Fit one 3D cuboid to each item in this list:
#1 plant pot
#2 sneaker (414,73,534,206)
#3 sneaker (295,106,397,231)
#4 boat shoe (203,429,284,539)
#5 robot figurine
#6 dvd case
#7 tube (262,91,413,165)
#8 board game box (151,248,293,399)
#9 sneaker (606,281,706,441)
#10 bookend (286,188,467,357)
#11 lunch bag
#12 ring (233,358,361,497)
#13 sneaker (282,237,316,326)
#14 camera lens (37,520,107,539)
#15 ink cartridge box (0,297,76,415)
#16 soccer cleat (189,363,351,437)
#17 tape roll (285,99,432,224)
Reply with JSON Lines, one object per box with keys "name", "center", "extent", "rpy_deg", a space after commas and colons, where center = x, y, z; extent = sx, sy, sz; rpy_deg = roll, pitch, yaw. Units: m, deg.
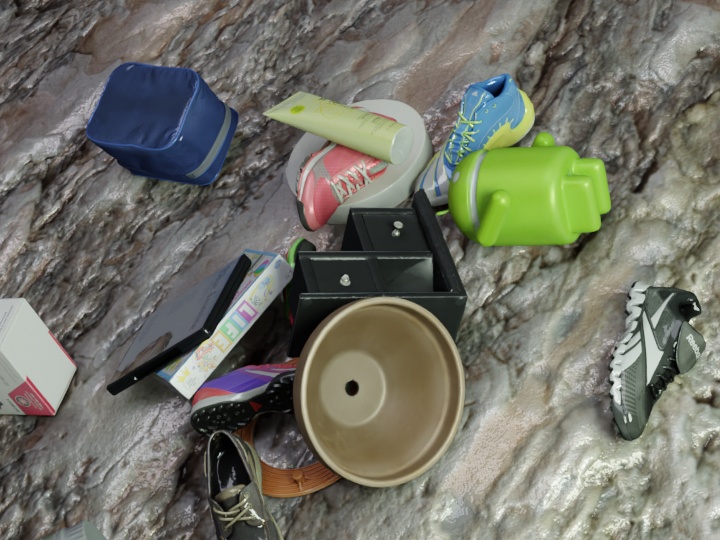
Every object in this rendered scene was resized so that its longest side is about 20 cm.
{"name": "plant pot", "center": [0.007, 0.130, 1.587], "extent": [0.201, 0.201, 0.092], "rpy_deg": [-48, 19, -20]}
{"name": "sneaker", "center": [0.133, -0.176, 1.849], "extent": [0.200, 0.105, 0.075], "rpy_deg": [-44, 45, -17]}
{"name": "sneaker", "center": [-0.013, -0.132, 1.853], "extent": [0.086, 0.074, 0.201], "rpy_deg": [10, 55, 32]}
{"name": "boat shoe", "center": [-0.137, 0.263, 1.587], "extent": [0.074, 0.073, 0.201], "rpy_deg": [-26, 52, 5]}
{"name": "robot figurine", "center": [0.192, -0.088, 1.727], "extent": [0.198, 0.117, 0.176], "rpy_deg": [1, 33, 29]}
{"name": "dvd case", "center": [-0.224, 0.067, 1.787], "extent": [0.199, 0.018, 0.143], "rpy_deg": [-30, 23, 37]}
{"name": "tube", "center": [-0.026, -0.186, 1.838], "extent": [0.199, 0.058, 0.052], "rpy_deg": [23, 89, 32]}
{"name": "board game box", "center": [-0.173, 0.061, 1.776], "extent": [0.200, 0.034, 0.134], "rpy_deg": [-50, 18, -11]}
{"name": "sneaker", "center": [0.315, 0.091, 1.532], "extent": [0.090, 0.067, 0.201], "rpy_deg": [-3, 46, 28]}
{"name": "bookend", "center": [0.000, 0.000, 1.698], "extent": [0.196, 0.093, 0.201], "rpy_deg": [0, 40, -16]}
{"name": "lunch bag", "center": [-0.282, -0.203, 2.072], "extent": [0.198, 0.132, 0.137], "rpy_deg": [13, 72, 34]}
{"name": "ring", "center": [-0.068, 0.173, 1.687], "extent": [0.198, 0.019, 0.202], "rpy_deg": [-15, 44, 15]}
{"name": "sneaker", "center": [-0.049, 0.034, 1.783], "extent": [0.083, 0.077, 0.201], "rpy_deg": [-1, 37, -14]}
{"name": "camera lens", "center": [-0.339, 0.377, 1.528], "extent": [0.199, 0.161, 0.160], "rpy_deg": [-31, 43, -4]}
{"name": "ink cartridge box", "center": [-0.491, 0.112, 1.867], "extent": [0.198, 0.145, 0.085], "rpy_deg": [-2, 49, 26]}
{"name": "soccer cleat", "center": [-0.105, 0.133, 1.684], "extent": [0.198, 0.068, 0.074], "rpy_deg": [-18, 39, 15]}
{"name": "tape roll", "center": [-0.002, -0.147, 1.942], "extent": [0.201, 0.037, 0.204], "rpy_deg": [-14, 45, 14]}
